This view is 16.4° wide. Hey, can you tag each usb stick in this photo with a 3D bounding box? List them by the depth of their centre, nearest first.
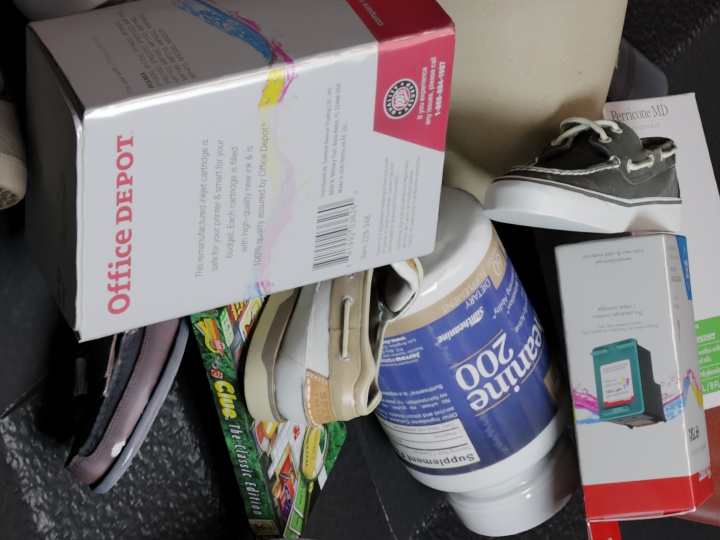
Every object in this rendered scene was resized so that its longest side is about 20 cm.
[{"bbox_3d":[0.145,-0.147,1.655,0.200,0.033,0.056,32,68,-47],"label":"usb stick"}]

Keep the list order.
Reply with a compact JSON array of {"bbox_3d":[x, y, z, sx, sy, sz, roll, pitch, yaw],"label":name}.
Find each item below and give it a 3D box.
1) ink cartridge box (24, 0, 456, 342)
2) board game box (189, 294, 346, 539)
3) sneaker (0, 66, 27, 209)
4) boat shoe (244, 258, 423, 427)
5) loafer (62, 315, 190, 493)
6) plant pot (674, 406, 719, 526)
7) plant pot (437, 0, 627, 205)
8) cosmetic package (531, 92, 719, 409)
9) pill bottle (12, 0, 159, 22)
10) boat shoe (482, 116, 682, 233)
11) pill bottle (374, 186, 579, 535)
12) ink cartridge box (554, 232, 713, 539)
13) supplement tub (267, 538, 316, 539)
[{"bbox_3d":[-0.061,-0.064,1.244,0.199,0.086,0.148,-13,134,-21],"label":"ink cartridge box"},{"bbox_3d":[-0.048,0.058,1.375,0.200,0.023,0.105,78,25,-43],"label":"board game box"},{"bbox_3d":[-0.236,-0.083,1.169,0.200,0.070,0.076,23,56,-54],"label":"sneaker"},{"bbox_3d":[0.000,0.000,1.353,0.075,0.068,0.200,70,32,-53],"label":"boat shoe"},{"bbox_3d":[-0.122,0.019,1.314,0.063,0.072,0.200,29,62,-16],"label":"loafer"},{"bbox_3d":[0.302,0.104,1.733,0.200,0.195,0.201,-4,95,-51],"label":"plant pot"},{"bbox_3d":[0.077,-0.137,1.477,0.187,0.187,0.200,-49,143,-38],"label":"plant pot"},{"bbox_3d":[0.176,-0.005,1.594,0.107,0.085,0.201,-12,88,-46],"label":"cosmetic package"},{"bbox_3d":[-0.084,-0.131,1.311,0.200,0.106,0.107,35,65,-47],"label":"pill bottle"},{"bbox_3d":[0.127,-0.055,1.425,0.200,0.071,0.064,-2,97,-63],"label":"boat shoe"},{"bbox_3d":[0.058,0.058,1.480,0.111,0.111,0.200,-54,130,-35],"label":"pill bottle"},{"bbox_3d":[0.165,0.081,1.471,0.116,0.067,0.201,-3,86,-76],"label":"ink cartridge box"},{"bbox_3d":[-0.035,0.263,1.357,0.145,0.145,0.200,-42,123,-42],"label":"supplement tub"}]
